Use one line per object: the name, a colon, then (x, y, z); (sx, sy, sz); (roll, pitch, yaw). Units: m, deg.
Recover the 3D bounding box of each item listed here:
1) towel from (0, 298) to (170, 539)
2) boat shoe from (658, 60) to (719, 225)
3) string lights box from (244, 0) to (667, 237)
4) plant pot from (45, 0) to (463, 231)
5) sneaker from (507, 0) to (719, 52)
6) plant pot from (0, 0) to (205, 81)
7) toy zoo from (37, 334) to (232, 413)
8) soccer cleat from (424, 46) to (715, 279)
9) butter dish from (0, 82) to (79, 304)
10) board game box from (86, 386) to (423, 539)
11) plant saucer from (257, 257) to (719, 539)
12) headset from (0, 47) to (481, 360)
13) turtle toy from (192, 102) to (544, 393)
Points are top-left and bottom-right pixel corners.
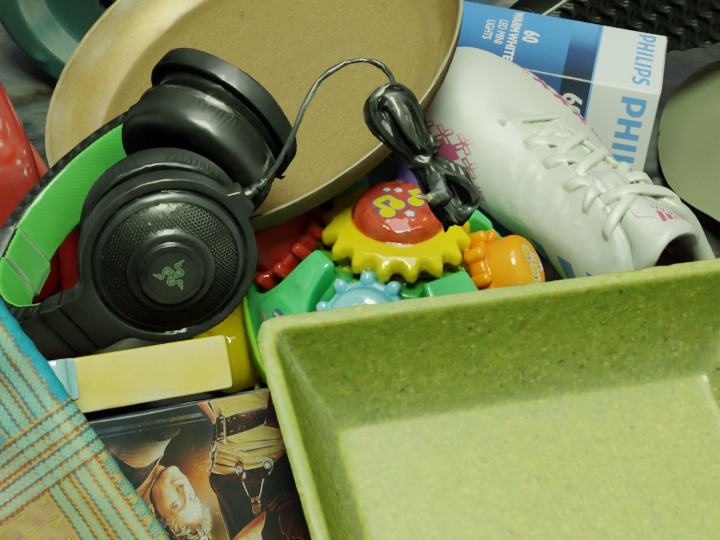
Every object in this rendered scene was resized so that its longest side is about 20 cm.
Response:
towel: (-0.135, 0.106, 0.586); (0.146, 0.022, 0.200); (-36, 91, -3)
boat shoe: (0.210, -0.042, 0.931); (0.063, 0.074, 0.202); (33, 14, -30)
string lights box: (0.043, -0.076, 0.912); (0.199, 0.103, 0.059); (11, 37, 6)
plant pot: (-0.045, -0.085, 0.815); (0.199, 0.028, 0.201); (-15, 47, 16)
sneaker: (0.138, -0.146, 0.979); (0.199, 0.070, 0.090); (-29, 25, 17)
plant pot: (-0.099, -0.194, 0.980); (0.199, 0.201, 0.189); (16, 53, 13)
toy zoo: (-0.126, 0.048, 0.695); (0.130, 0.021, 0.200); (-9, -2, -18)
soccer cleat: (0.104, -0.030, 0.814); (0.070, 0.086, 0.200); (-40, 85, -21)
butter dish: (-0.225, -0.054, 0.811); (0.199, 0.149, 0.200); (-15, 42, -24)
board game box: (-0.068, 0.115, 0.641); (0.199, 0.137, 0.035); (-9, -1, -19)
plant saucer: (0.079, 0.098, 0.611); (0.199, 0.048, 0.201); (-7, 56, -16)
headset: (-0.056, -0.022, 0.709); (0.199, 0.094, 0.124); (-22, 35, 32)
turtle toy: (0.000, 0.000, 0.810); (0.145, 0.102, 0.200); (-19, 42, -29)
